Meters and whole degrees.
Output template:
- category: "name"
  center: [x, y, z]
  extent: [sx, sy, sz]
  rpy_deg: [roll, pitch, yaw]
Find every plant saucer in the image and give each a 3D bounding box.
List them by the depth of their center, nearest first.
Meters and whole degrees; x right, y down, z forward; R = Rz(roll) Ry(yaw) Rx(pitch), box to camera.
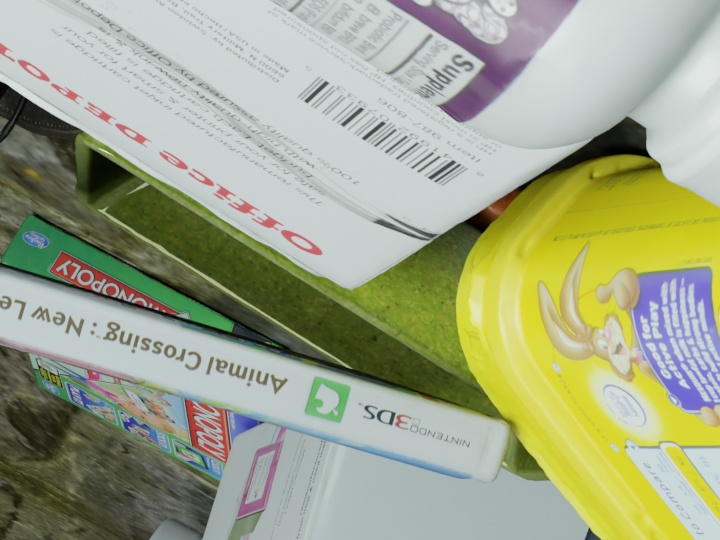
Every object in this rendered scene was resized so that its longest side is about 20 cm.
- category: "plant saucer"
  center: [0.000, 0.000, 0.925]
  extent: [0.200, 0.048, 0.200]
  rpy_deg: [32, 173, -3]

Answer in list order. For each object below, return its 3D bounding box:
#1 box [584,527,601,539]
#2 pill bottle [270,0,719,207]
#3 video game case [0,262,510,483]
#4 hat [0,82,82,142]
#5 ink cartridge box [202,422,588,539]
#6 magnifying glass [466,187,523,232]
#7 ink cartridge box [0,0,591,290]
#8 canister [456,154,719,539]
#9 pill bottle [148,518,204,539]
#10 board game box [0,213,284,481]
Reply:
- category: "box"
  center: [0.141, 0.168, 0.933]
  extent: [0.148, 0.200, 0.107]
  rpy_deg: [17, 170, 34]
- category: "pill bottle"
  center: [0.022, -0.095, 0.549]
  extent: [0.200, 0.112, 0.112]
  rpy_deg: [31, 163, -7]
- category: "video game case"
  center: [-0.064, 0.024, 0.870]
  extent: [0.182, 0.022, 0.200]
  rpy_deg: [17, 178, -13]
- category: "hat"
  center: [-0.183, -0.081, 0.981]
  extent: [0.200, 0.081, 0.201]
  rpy_deg: [28, 163, 9]
- category: "ink cartridge box"
  center: [0.023, 0.118, 1.166]
  extent: [0.144, 0.085, 0.200]
  rpy_deg: [20, 167, -12]
- category: "magnifying glass"
  center: [0.092, 0.007, 0.890]
  extent: [0.200, 0.022, 0.080]
  rpy_deg: [28, 164, -1]
- category: "ink cartridge box"
  center: [-0.017, -0.080, 0.701]
  extent: [0.144, 0.084, 0.200]
  rpy_deg: [33, 162, -9]
- category: "canister"
  center: [0.134, 0.032, 0.745]
  extent: [0.149, 0.087, 0.200]
  rpy_deg: [51, 155, -17]
- category: "pill bottle"
  center: [-0.044, 0.225, 1.582]
  extent: [0.200, 0.112, 0.112]
  rpy_deg: [29, 163, 7]
- category: "board game box"
  center: [-0.098, 0.047, 1.301]
  extent: [0.134, 0.029, 0.200]
  rpy_deg: [28, 163, 8]
